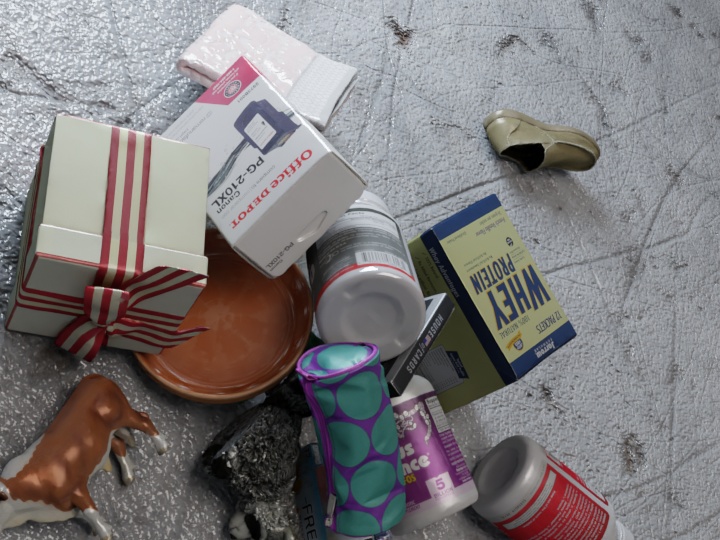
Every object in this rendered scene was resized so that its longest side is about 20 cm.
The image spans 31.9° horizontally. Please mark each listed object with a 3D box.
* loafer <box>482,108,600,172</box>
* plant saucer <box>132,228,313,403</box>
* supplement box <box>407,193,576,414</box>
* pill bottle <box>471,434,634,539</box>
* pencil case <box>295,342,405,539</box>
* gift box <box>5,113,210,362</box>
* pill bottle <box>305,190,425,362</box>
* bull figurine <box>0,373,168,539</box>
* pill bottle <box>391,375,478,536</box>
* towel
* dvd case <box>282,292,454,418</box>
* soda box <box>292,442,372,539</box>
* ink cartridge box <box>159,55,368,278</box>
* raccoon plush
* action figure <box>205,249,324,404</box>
[{"bbox_3d":[0.266,-0.176,1.848,0.200,0.076,0.068,13,61,-24],"label":"loafer"},{"bbox_3d":[-0.150,0.049,1.344,0.200,0.032,0.201,2,62,-4],"label":"plant saucer"},{"bbox_3d":[0.107,0.052,1.500,0.134,0.200,0.200,-29,89,-45],"label":"supplement box"},{"bbox_3d":[0.238,0.300,1.545,0.200,0.112,0.112,39,48,-18],"label":"pill bottle"},{"bbox_3d":[-0.009,0.171,1.262,0.092,0.085,0.201,-23,115,-31],"label":"pencil case"},{"bbox_3d":[-0.233,-0.022,1.240,0.199,0.185,0.187,10,60,-16],"label":"gift box"},{"bbox_3d":[0.000,0.000,1.354,0.114,0.114,0.200,33,21,-23],"label":"pill bottle"},{"bbox_3d":[-0.273,0.189,1.201,0.121,0.065,0.200,47,48,-17],"label":"bull figurine"},{"bbox_3d":[0.047,0.190,1.438,0.112,0.112,0.200,-16,78,-44],"label":"pill bottle"},{"bbox_3d":[-0.105,-0.243,1.518,0.191,0.032,0.200,27,31,-2],"label":"towel"},{"bbox_3d":[-0.004,0.098,1.381,0.025,0.200,0.150,54,44,-19],"label":"dvd case"},{"bbox_3d":[-0.031,0.288,1.349,0.063,0.068,0.201,5,64,-39],"label":"soda box"},{"bbox_3d":[-0.110,-0.112,1.344,0.200,0.145,0.084,49,5,38],"label":"ink cartridge box"},{"bbox_3d":[-0.067,0.199,1.301,0.134,0.200,0.097,49,9,-11],"label":"raccoon plush"},{"bbox_3d":[-0.129,0.039,1.395,0.118,0.055,0.200,-27,72,-14],"label":"action figure"}]
